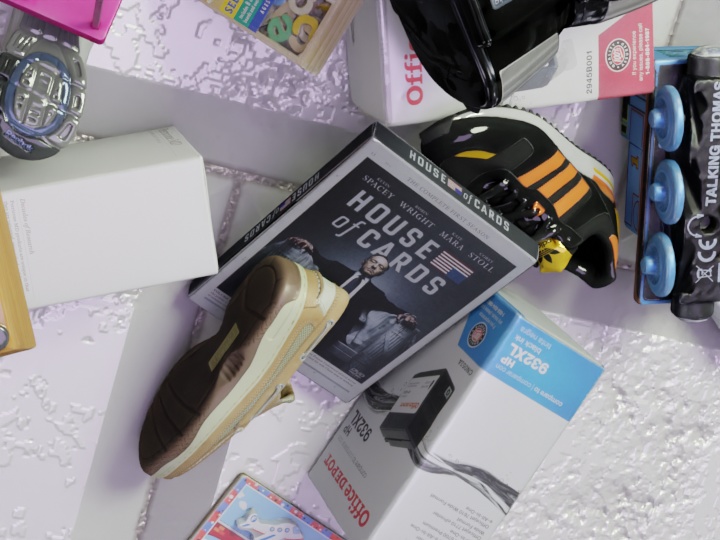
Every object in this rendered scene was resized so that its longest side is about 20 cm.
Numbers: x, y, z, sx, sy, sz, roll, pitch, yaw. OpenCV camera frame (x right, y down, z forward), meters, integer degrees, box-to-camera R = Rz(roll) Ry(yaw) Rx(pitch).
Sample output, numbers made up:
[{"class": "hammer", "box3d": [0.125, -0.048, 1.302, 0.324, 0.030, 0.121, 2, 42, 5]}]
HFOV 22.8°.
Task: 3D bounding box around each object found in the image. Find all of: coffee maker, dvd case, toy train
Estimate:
[{"class": "coffee maker", "box3d": [0.108, -0.224, 1.093, 0.200, 0.135, 0.192, -30, 95, -17]}, {"class": "dvd case", "box3d": [0.000, 0.000, 1.227, 0.150, 0.025, 0.200, 35, 127, -23]}, {"class": "toy train", "box3d": [0.234, -0.066, 1.281, 0.087, 0.114, 0.200, -3, 108, -11]}]

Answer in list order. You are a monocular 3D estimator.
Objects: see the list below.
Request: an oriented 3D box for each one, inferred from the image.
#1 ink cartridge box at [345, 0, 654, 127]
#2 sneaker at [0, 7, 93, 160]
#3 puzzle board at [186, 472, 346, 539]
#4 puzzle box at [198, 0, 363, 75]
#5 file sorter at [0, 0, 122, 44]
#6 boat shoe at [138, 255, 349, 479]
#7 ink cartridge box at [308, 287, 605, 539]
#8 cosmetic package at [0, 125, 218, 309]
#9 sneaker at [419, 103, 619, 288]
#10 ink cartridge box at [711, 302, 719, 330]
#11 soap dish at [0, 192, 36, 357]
[{"class": "ink cartridge box", "box3d": [0.094, -0.185, 1.218, 0.200, 0.085, 0.146, -8, 108, -12]}, {"class": "sneaker", "box3d": [-0.197, -0.165, 1.144, 0.074, 0.087, 0.200, 22, 81, -15]}, {"class": "puzzle board", "box3d": [-0.058, 0.262, 1.351, 0.200, 0.017, 0.151, 37, 94, -23]}, {"class": "puzzle box", "box3d": [-0.029, -0.242, 1.145, 0.200, 0.133, 0.025, -59, 152, 6]}, {"class": "file sorter", "box3d": [-0.213, -0.247, 1.040, 0.200, 0.125, 0.139, 23, 80, -8]}, {"class": "boat shoe", "box3d": [-0.078, 0.079, 1.238, 0.076, 0.072, 0.200, 20, 126, -33]}, {"class": "ink cartridge box", "box3d": [0.063, 0.110, 1.269, 0.084, 0.145, 0.200, 31, 96, -23]}, {"class": "cosmetic package", "box3d": [-0.202, -0.029, 1.166, 0.200, 0.108, 0.085, -13, 108, -14]}, {"class": "sneaker", "box3d": [0.119, -0.046, 1.227, 0.070, 0.090, 0.200, -27, 149, 32]}, {"class": "ink cartridge box", "box3d": [0.364, 0.025, 1.387, 0.161, 0.050, 0.200, -38, 111, -2]}, {"class": "soap dish", "box3d": [-0.285, -0.023, 1.042, 0.157, 0.081, 0.200, -14, 108, -14]}]
